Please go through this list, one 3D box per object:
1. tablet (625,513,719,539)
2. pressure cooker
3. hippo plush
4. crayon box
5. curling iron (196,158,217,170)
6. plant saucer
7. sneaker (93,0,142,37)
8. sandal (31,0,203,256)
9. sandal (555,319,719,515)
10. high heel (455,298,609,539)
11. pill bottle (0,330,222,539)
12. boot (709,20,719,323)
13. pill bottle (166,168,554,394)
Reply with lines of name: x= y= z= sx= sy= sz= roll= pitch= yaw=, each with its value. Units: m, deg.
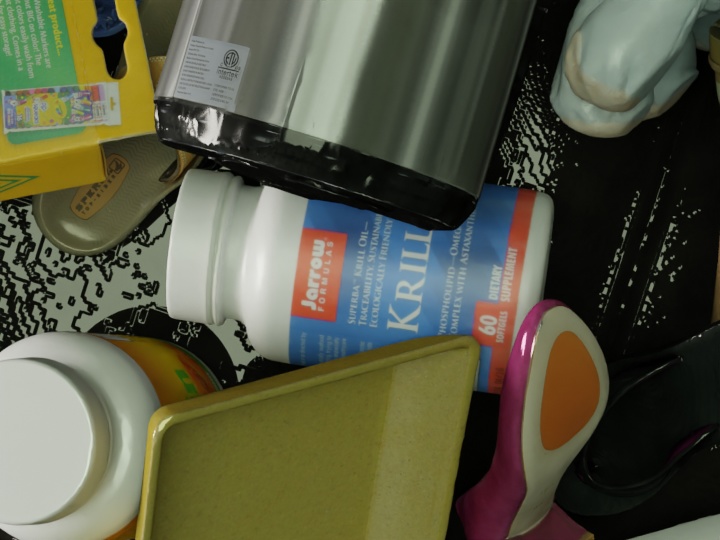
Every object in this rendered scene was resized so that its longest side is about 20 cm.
tablet: x=0.148 y=0.207 z=1.524 sx=0.199 sy=0.014 sz=0.131 roll=-17 pitch=66 yaw=19
pressure cooker: x=0.002 y=-0.134 z=1.414 sx=0.175 sy=0.179 sz=0.201 roll=16 pitch=88 yaw=5
hippo plush: x=0.124 y=-0.178 z=1.489 sx=0.161 sy=0.200 sz=0.159 roll=43 pitch=66 yaw=12
crayon box: x=-0.212 y=-0.100 z=1.510 sx=0.199 sy=0.052 sz=0.126 roll=-11 pitch=69 yaw=-5
curling iron: x=-0.165 y=-0.109 z=1.588 sx=0.199 sy=0.026 sz=0.050 roll=24 pitch=101 yaw=3
plant saucer: x=-0.043 y=0.126 z=1.477 sx=0.199 sy=0.048 sz=0.201 roll=-14 pitch=126 yaw=-34
sneaker: x=-0.131 y=-0.231 z=1.566 sx=0.070 sy=0.078 sz=0.201 roll=11 pitch=114 yaw=2
sandal: x=-0.115 y=-0.083 z=1.541 sx=0.080 sy=0.054 sz=0.200 roll=37 pitch=111 yaw=-3
sandal: x=0.154 y=0.077 z=1.505 sx=0.076 sy=0.048 sz=0.200 roll=54 pitch=135 yaw=1
high heel: x=0.080 y=0.081 z=1.503 sx=0.067 sy=0.201 sz=0.096 roll=-36 pitch=48 yaw=-25
pill bottle: x=-0.145 y=0.088 z=1.499 sx=0.110 sy=0.200 sz=0.112 roll=-1 pitch=88 yaw=14
boot: x=0.249 y=-0.056 z=1.509 sx=0.174 sy=0.066 sz=0.201 roll=-22 pitch=123 yaw=-25
pill bottle: x=0.000 y=0.000 z=1.535 sx=0.199 sy=0.112 sz=0.113 roll=7 pitch=93 yaw=4
